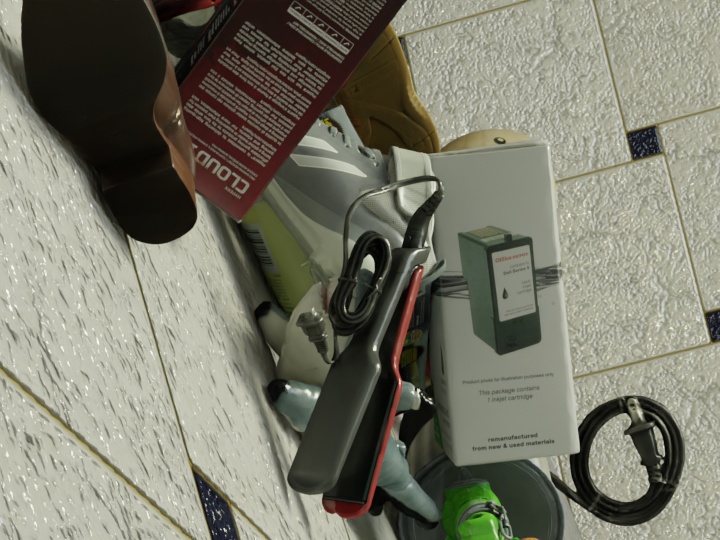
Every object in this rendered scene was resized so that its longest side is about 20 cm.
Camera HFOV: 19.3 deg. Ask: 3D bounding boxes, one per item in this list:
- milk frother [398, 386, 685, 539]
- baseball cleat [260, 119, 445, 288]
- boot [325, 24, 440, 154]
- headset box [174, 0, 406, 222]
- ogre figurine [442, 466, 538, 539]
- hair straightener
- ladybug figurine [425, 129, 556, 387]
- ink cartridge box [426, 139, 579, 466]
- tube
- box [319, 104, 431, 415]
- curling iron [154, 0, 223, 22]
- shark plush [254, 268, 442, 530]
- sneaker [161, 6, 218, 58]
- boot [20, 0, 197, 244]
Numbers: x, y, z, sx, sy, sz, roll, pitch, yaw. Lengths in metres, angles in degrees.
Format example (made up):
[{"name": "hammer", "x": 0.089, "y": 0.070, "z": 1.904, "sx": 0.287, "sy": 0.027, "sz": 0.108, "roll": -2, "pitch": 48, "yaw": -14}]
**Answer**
[{"name": "milk frother", "x": 0.137, "y": 0.156, "z": 1.562, "sx": 0.181, "sy": 0.199, "sz": 0.188, "roll": 55, "pitch": 9, "yaw": -12}, {"name": "baseball cleat", "x": -0.021, "y": -0.066, "z": 1.314, "sx": 0.201, "sy": 0.106, "sz": 0.070, "roll": 57, "pitch": -14, "yaw": 10}, {"name": "boot", "x": -0.013, "y": -0.139, "z": 1.489, "sx": 0.155, "sy": 0.072, "sz": 0.201, "roll": 57, "pitch": -11, "yaw": 45}, {"name": "headset box", "x": -0.048, "y": -0.125, "z": 1.188, "sx": 0.075, "sy": 0.200, "sz": 0.149, "roll": 35, "pitch": 12, "yaw": -10}, {"name": "ogre figurine", "x": 0.078, "y": 0.215, "z": 1.373, "sx": 0.120, "sy": 0.098, "sz": 0.201, "roll": -97, "pitch": 162, "yaw": -57}, {"name": "hair straightener", "x": 0.002, "y": 0.033, "z": 1.189, "sx": 0.077, "sy": 0.041, "sz": 0.201, "roll": 35, "pitch": 70, "yaw": -46}, {"name": "ladybug figurine", "x": 0.069, "y": -0.014, "z": 1.527, "sx": 0.072, "sy": 0.135, "sz": 0.201, "roll": 27, "pitch": 75, "yaw": -40}, {"name": "ink cartridge box", "x": 0.085, "y": 0.018, "z": 1.397, "sx": 0.146, "sy": 0.084, "sz": 0.201, "roll": -153, "pitch": -123, "yaw": -86}, {"name": "tube", "x": -0.025, "y": 0.030, "z": 1.398, "sx": 0.058, "sy": 0.052, "sz": 0.201, "roll": -45, "pitch": 121, "yaw": -45}, {"name": "box", "x": 0.000, "y": 0.000, "z": 1.428, "sx": 0.200, "sy": 0.040, "sz": 0.137, "roll": 90, "pitch": -25, "yaw": -61}, {"name": "curling iron", "x": -0.084, "y": -0.171, "z": 1.261, "sx": 0.200, "sy": 0.050, "sz": 0.026, "roll": -24, "pitch": 81, "yaw": -55}, {"name": "shark plush", "x": 0.007, "y": 0.091, "z": 1.279, "sx": 0.091, "sy": 0.083, "sz": 0.201, "roll": -99, "pitch": 164, "yaw": -66}, {"name": "sneaker", "x": -0.137, "y": -0.235, "z": 1.342, "sx": 0.089, "sy": 0.077, "sz": 0.201, "roll": -124, "pitch": -165, "yaw": -67}, {"name": "boot", "x": -0.130, "y": -0.140, "z": 1.039, "sx": 0.187, "sy": 0.064, "sz": 0.201, "roll": 79, "pitch": -1, "yaw": -47}]
